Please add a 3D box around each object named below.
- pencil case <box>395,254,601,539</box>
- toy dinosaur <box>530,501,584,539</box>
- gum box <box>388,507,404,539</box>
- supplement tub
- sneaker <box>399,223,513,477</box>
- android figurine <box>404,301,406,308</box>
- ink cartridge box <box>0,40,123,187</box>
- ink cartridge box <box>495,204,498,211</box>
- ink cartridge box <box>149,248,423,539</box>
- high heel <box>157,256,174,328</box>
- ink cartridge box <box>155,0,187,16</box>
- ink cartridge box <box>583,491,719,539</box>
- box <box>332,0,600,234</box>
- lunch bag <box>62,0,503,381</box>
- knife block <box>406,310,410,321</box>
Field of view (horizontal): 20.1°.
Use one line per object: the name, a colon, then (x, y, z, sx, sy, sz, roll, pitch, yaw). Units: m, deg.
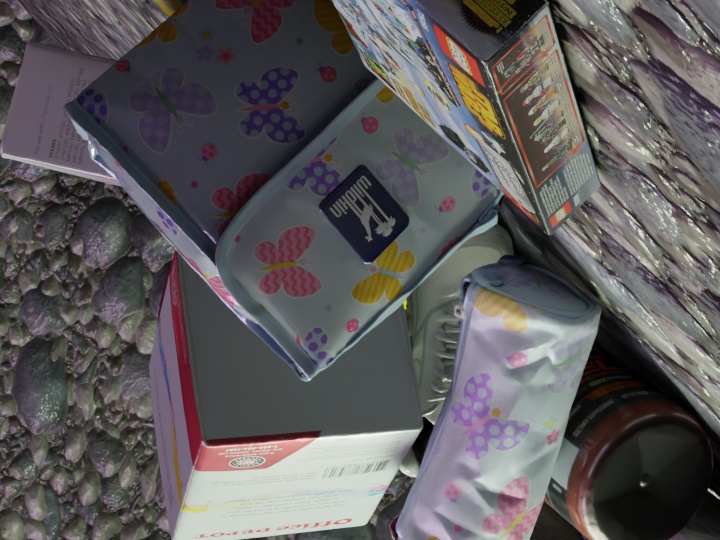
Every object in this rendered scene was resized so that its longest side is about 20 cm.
pencil case: (0.085, 0.095, 1.282, 0.090, 0.201, 0.083, 2, -158, -31)
toy dinosaur: (0.113, 0.193, 1.392, 0.200, 0.077, 0.103, -157, 65, -64)
gum box: (0.126, 0.185, 1.647, 0.114, 0.200, 0.066, 47, 175, -41)
supplement tub: (0.142, 0.103, 1.378, 0.107, 0.107, 0.200, 49, 174, -33)
sneaker: (0.059, 0.053, 1.364, 0.075, 0.200, 0.081, 6, -143, -13)
android figurine: (0.000, 0.000, 1.436, 0.200, 0.181, 0.041, 139, 127, -59)
ink cartridge box: (-0.125, -0.091, 1.404, 0.199, 0.086, 0.148, 15, -178, 12)
ink cartridge box: (0.005, -0.099, 1.279, 0.200, 0.039, 0.099, 44, 175, 9)
ink cartridge box: (-0.056, 0.081, 1.356, 0.200, 0.145, 0.145, 114, 149, -62)
high heel: (-0.135, 0.005, 1.639, 0.067, 0.096, 0.200, 46, 178, -18)
ink cartridge box: (-0.130, -0.217, 1.427, 0.200, 0.047, 0.198, 46, 176, -28)
ink cartridge box: (0.225, 0.209, 1.421, 0.145, 0.088, 0.200, 20, -168, -32)
box: (0.039, -0.105, 0.918, 0.137, 0.040, 0.200, 45, 175, 22)
lunch bag: (-0.035, -0.064, 1.132, 0.200, 0.170, 0.127, 48, 173, 8)
knife block: (0.109, 0.080, 1.598, 0.175, 0.064, 0.200, 41, 169, -10)
